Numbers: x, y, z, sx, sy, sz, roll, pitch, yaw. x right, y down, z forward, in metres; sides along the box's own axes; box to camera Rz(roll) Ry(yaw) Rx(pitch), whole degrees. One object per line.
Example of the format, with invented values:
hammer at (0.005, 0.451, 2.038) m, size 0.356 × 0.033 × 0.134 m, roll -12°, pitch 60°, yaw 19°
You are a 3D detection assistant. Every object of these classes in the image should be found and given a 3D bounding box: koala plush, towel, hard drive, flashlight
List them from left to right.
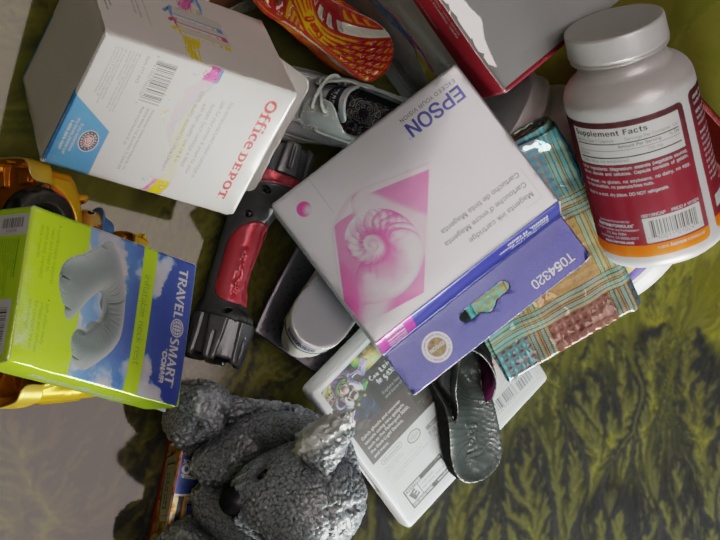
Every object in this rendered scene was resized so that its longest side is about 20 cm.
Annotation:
flashlight at (-0.097, -0.016, 1.545) m, size 0.067 × 0.068 × 0.201 m, roll 15°, pitch 81°, yaw -2°
koala plush at (-0.056, 0.181, 1.443) m, size 0.182 × 0.200 × 0.179 m, roll 4°, pitch 86°, yaw -22°
hard drive at (-0.001, 0.003, 1.599) m, size 0.135 × 0.042 × 0.201 m, roll 35°, pitch 79°, yaw -18°
towel at (0.145, -0.017, 1.542) m, size 0.146 × 0.022 × 0.201 m, roll -30°, pitch 110°, yaw -1°

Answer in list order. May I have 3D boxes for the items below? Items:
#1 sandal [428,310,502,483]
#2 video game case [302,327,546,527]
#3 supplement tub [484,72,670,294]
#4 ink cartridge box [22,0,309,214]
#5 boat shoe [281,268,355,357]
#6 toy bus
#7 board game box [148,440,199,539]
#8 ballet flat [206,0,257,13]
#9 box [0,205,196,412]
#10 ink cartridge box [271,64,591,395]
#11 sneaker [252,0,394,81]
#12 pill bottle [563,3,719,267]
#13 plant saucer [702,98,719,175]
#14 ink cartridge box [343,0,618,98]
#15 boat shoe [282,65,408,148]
sandal at (0.096, 0.100, 1.586) m, size 0.075 × 0.048 × 0.202 m, roll -29°, pitch 116°, yaw -25°
video game case at (0.062, 0.102, 1.608) m, size 0.200 × 0.023 × 0.182 m, roll -45°, pitch 122°, yaw -17°
supplement tub at (0.193, -0.078, 1.620) m, size 0.199 × 0.145 × 0.146 m, roll 34°, pitch 78°, yaw -19°
ink cartridge box at (-0.156, -0.147, 1.460) m, size 0.199 × 0.126 × 0.129 m, roll 16°, pitch 120°, yaw -30°
boat shoe at (0.000, 0.000, 1.541) m, size 0.071 × 0.070 × 0.200 m, roll 40°, pitch 66°, yaw -4°
toy bus at (-0.234, 0.014, 1.469) m, size 0.191 × 0.135 × 0.202 m, roll 3°, pitch 86°, yaw -35°
board game box at (-0.109, 0.239, 1.554) m, size 0.150 × 0.046 × 0.202 m, roll 14°, pitch 85°, yaw -21°
ballet flat at (-0.115, -0.250, 1.543) m, size 0.199 × 0.062 × 0.068 m, roll -35°, pitch 101°, yaw -18°
box at (-0.203, 0.035, 1.385) m, size 0.199 × 0.047 × 0.123 m, roll 21°, pitch 71°, yaw -47°
ink cartridge box at (0.061, -0.034, 1.475) m, size 0.196 × 0.043 × 0.200 m, roll -38°, pitch 88°, yaw -3°
sneaker at (-0.055, -0.233, 1.528) m, size 0.073 × 0.077 × 0.200 m, roll -50°, pitch 123°, yaw -9°
pill bottle at (0.234, -0.114, 1.478) m, size 0.112 × 0.113 × 0.201 m, roll -25°, pitch 113°, yaw -19°
plant saucer at (0.293, -0.139, 1.641) m, size 0.037 × 0.200 × 0.200 m, roll -38°, pitch 107°, yaw 21°
ink cartridge box at (0.096, -0.240, 1.554) m, size 0.145 × 0.200 × 0.145 m, roll -40°, pitch 101°, yaw -18°
boat shoe at (-0.015, -0.143, 1.553) m, size 0.199 × 0.072 × 0.070 m, roll 19°, pitch 69°, yaw 0°
